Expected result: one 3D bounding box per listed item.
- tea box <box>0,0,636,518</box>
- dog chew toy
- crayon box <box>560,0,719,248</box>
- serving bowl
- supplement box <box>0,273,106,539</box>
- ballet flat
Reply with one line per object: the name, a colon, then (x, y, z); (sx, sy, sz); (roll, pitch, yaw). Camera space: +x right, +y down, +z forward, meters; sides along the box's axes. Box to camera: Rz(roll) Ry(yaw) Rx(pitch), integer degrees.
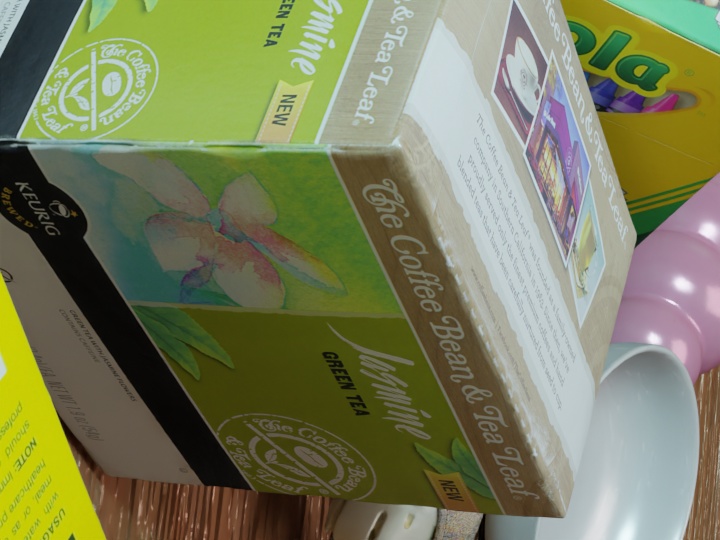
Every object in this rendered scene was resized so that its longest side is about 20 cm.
tea box: (-0.027, -0.027, 0.648); (0.200, 0.196, 0.134); (62, 38, -46)
dog chew toy: (0.211, 0.017, 1.265); (0.200, 0.124, 0.125); (-56, 140, -41)
crayon box: (0.042, -0.084, 0.715); (0.173, 0.199, 0.058); (130, -20, -58)
serving bowl: (0.133, 0.136, 1.140); (0.200, 0.066, 0.201); (-22, 119, -48)
supplement box: (-0.143, 0.087, 0.505); (0.110, 0.108, 0.201); (-59, 142, -47)
ballet flat: (0.010, 0.131, 0.852); (0.067, 0.068, 0.201); (-18, 127, -50)
